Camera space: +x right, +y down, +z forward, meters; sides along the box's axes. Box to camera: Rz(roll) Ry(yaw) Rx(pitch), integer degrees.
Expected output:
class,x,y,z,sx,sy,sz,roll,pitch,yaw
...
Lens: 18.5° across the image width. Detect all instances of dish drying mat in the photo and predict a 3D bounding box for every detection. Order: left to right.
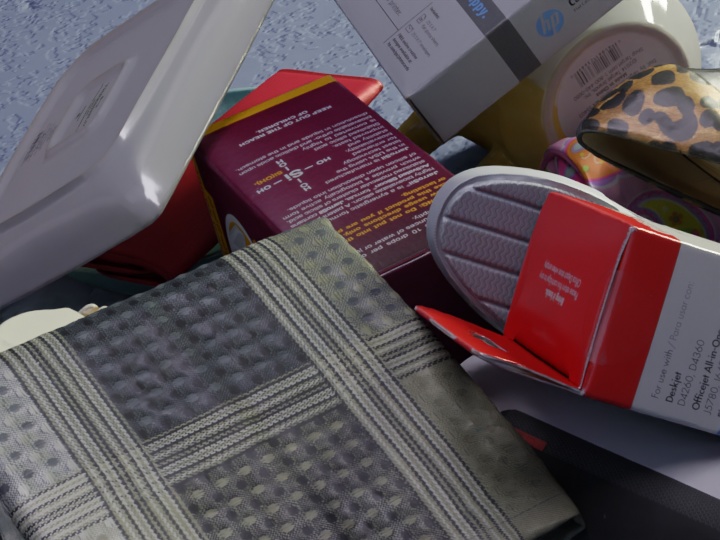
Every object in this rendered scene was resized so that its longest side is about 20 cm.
class,x,y,z,sx,sy,sz,roll,pitch,yaw
dish drying mat,-0.071,-0.053,1.188,0.076,0.018,0.200,9,37,35

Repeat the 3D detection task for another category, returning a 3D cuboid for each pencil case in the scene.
class,x,y,z,sx,sy,sz,roll,pitch,yaw
pencil case,0.190,-0.054,1.078,0.199,0.088,0.087,-21,30,-11

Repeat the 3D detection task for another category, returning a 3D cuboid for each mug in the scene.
class,x,y,z,sx,sy,sz,roll,pitch,yaw
mug,0.098,-0.100,1.159,0.148,0.188,0.153,3,24,-24

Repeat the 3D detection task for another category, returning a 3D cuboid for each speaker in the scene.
class,x,y,z,sx,sy,sz,roll,pitch,yaw
speaker,0.113,0.095,0.859,0.081,0.082,0.199,-33,35,-28

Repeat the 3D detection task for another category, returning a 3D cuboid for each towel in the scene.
class,x,y,z,sx,sy,sz,roll,pitch,yaw
towel,-0.043,0.078,0.851,0.192,0.035,0.200,-24,50,-22

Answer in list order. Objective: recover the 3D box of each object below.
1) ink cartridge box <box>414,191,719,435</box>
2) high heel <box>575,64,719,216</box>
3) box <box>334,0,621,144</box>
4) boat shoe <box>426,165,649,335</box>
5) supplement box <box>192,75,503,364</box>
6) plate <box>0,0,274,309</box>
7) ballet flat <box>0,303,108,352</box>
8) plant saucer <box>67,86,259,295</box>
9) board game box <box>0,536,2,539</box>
class,x,y,z,sx,sy,sz,roll,pitch,yaw
ink cartridge box,0.132,0.023,0.858,0.199,0.068,0.116,17,4,-13
high heel,0.183,-0.012,0.972,0.141,0.072,0.201,-9,53,-12
box,0.080,-0.174,1.088,0.200,0.041,0.156,-37,42,5
boat shoe,0.114,0.012,0.946,0.199,0.072,0.062,25,4,-15
supplement box,0.000,0.000,1.042,0.085,0.111,0.200,-24,31,-14
plate,-0.132,-0.076,1.149,0.199,0.032,0.200,-25,33,47
ballet flat,-0.127,0.049,0.974,0.072,0.073,0.200,-2,-1,23
plant saucer,-0.091,-0.040,1.228,0.198,0.036,0.200,-12,29,7
board game box,-0.232,0.107,1.048,0.198,0.035,0.127,-13,30,5
